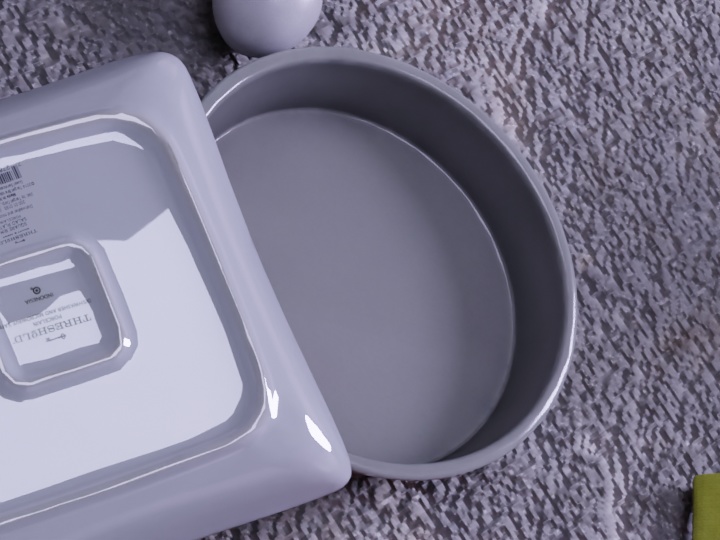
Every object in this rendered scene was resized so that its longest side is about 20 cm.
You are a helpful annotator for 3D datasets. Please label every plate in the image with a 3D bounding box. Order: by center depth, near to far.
[{"bbox_3d":[-0.124,0.021,0.926,0.199,0.032,0.201,-18,76,-20],"label":"plate"}]

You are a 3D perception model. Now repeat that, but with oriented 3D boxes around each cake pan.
[{"bbox_3d":[0.000,0.000,1.030,0.200,0.037,0.201,13,62,-24],"label":"cake pan"}]

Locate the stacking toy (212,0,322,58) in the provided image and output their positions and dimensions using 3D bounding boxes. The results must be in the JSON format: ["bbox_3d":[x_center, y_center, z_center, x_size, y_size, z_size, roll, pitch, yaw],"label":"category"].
[{"bbox_3d":[-0.009,-0.183,1.074,0.146,0.146,0.200,32,70,-13],"label":"stacking toy"}]

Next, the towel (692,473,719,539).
[{"bbox_3d":[0.187,0.181,1.034,0.086,0.018,0.201,-2,62,11],"label":"towel"}]
